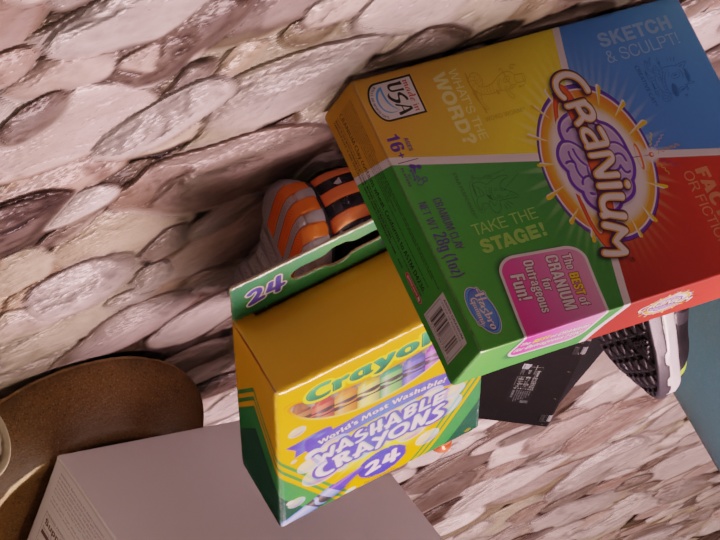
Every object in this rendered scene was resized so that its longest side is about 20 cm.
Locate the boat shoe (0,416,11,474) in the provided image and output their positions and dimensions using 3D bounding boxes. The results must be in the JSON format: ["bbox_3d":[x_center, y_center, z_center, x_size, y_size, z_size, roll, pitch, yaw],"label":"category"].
[{"bbox_3d":[-0.280,0.102,1.544,0.199,0.075,0.068,-6,162,-32],"label":"boat shoe"}]

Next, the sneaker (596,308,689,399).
[{"bbox_3d":[0.186,-0.004,1.802,0.083,0.072,0.200,-32,142,-20],"label":"sneaker"}]

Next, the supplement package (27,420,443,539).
[{"bbox_3d":[-0.069,0.178,1.714,0.200,0.156,0.111,-9,136,-38],"label":"supplement package"}]

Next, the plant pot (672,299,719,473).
[{"bbox_3d":[0.315,0.021,2.055,0.141,0.142,0.200,-13,153,-37],"label":"plant pot"}]

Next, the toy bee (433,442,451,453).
[{"bbox_3d":[0.051,0.049,1.788,0.200,0.109,0.131,-29,165,13],"label":"toy bee"}]

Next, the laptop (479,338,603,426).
[{"bbox_3d":[0.112,0.019,1.962,0.199,0.116,0.187,6,159,-3],"label":"laptop"}]

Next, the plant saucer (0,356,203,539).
[{"bbox_3d":[-0.170,0.133,1.741,0.200,0.035,0.201,-25,145,-19],"label":"plant saucer"}]

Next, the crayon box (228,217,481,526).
[{"bbox_3d":[0.000,0.049,1.566,0.125,0.052,0.200,-26,154,-13],"label":"crayon box"}]

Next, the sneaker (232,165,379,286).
[{"bbox_3d":[0.000,0.000,1.610,0.112,0.078,0.200,-18,163,-19],"label":"sneaker"}]

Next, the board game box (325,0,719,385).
[{"bbox_3d":[0.102,-0.043,1.491,0.199,0.153,0.040,-17,162,-28],"label":"board game box"}]
